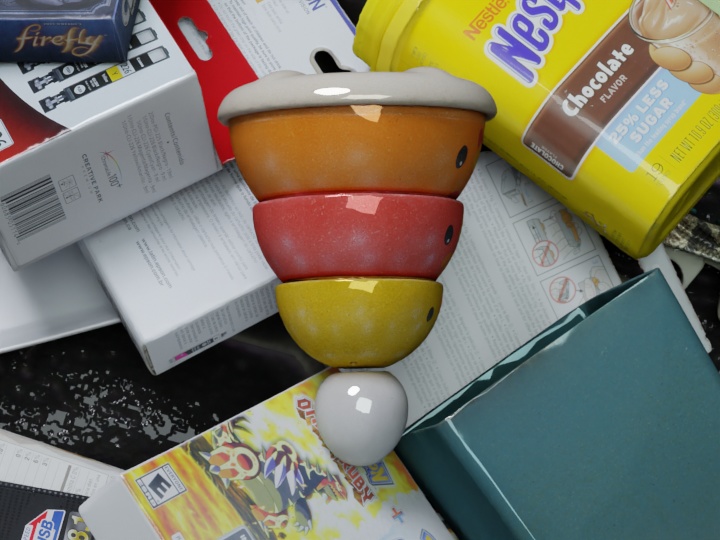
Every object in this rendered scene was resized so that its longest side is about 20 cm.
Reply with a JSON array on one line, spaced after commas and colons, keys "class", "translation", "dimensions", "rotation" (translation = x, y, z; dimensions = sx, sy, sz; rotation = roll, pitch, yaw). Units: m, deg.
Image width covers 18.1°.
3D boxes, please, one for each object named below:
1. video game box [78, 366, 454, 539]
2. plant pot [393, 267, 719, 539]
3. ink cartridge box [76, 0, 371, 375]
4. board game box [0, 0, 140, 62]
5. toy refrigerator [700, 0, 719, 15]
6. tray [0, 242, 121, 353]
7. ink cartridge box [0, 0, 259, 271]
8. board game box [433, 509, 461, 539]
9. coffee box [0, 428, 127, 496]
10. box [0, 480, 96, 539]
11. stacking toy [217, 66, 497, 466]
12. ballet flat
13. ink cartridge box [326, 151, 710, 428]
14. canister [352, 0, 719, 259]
[{"class": "video game box", "translation": [-0.020, 0.163, 1.141], "dimensions": [0.200, 0.047, 0.182], "rotation": [55, 36, 7]}, {"class": "plant pot", "translation": [0.137, 0.127, 1.173], "dimensions": [0.141, 0.141, 0.200], "rotation": [-35, 89, -13]}, {"class": "ink cartridge box", "translation": [-0.074, -0.064, 1.284], "dimensions": [0.199, 0.043, 0.197], "rotation": [-26, 58, -11]}, {"class": "board game box", "translation": [-0.179, -0.198, 1.241], "dimensions": [0.135, 0.035, 0.201], "rotation": [0, 52, 9]}, {"class": "toy refrigerator", "translation": [0.204, -0.144, 1.350], "dimensions": [0.200, 0.070, 0.076], "rotation": [37, 77, 3]}, {"class": "tray", "translation": [-0.184, -0.001, 1.291], "dimensions": [0.199, 0.022, 0.108], "rotation": [-14, 59, -9]}, {"class": "ink cartridge box", "translation": [-0.160, -0.127, 1.258], "dimensions": [0.175, 0.084, 0.200], "rotation": [-27, 53, -10]}, {"class": "board game box", "translation": [0.118, 0.203, 1.244], "dimensions": [0.199, 0.046, 0.153], "rotation": [-2, 78, -7]}, {"class": "coffee box", "translation": [-0.147, 0.147, 1.229], "dimensions": [0.199, 0.114, 0.080], "rotation": [18, 77, -1]}, {"class": "box", "translation": [-0.177, 0.193, 1.086], "dimensions": [0.159, 0.044, 0.201], "rotation": [11, 46, -3]}, {"class": "stacking toy", "translation": [0.000, 0.000, 1.171], "dimensions": [0.145, 0.146, 0.201], "rotation": [-1, 88, -6]}, {"class": "ballet flat", "translation": [0.196, -0.010, 1.328], "dimensions": [0.199, 0.068, 0.076], "rotation": [17, 91, 5]}, {"class": "ink cartridge box", "translation": [0.075, 0.021, 1.297], "dimensions": [0.199, 0.057, 0.163], "rotation": [-23, 81, -8]}, {"class": "canister", "translation": [0.118, -0.117, 1.250], "dimensions": [0.200, 0.087, 0.149], "rotation": [38, 63, 12]}]
